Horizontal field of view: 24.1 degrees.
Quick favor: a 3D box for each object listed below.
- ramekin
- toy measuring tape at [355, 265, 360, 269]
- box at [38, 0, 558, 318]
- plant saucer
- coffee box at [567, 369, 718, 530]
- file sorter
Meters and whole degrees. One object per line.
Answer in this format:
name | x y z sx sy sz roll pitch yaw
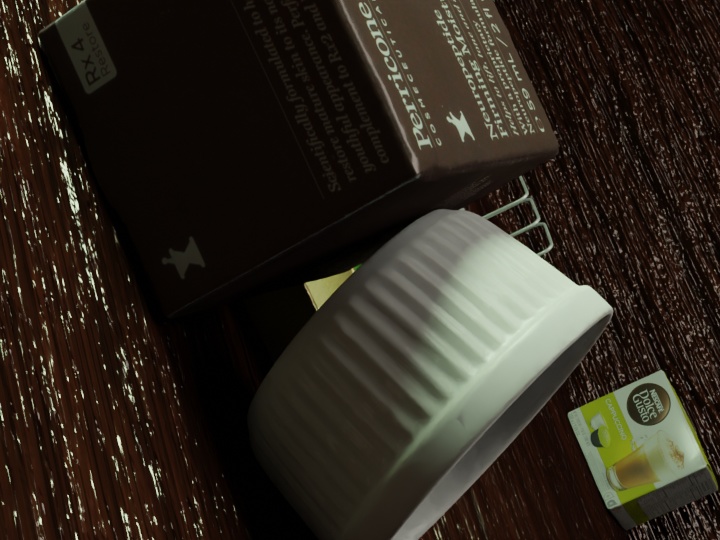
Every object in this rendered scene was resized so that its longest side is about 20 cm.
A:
ramekin | 0.030 0.061 0.898 0.105 0.200 0.200 42 4 12
toy measuring tape | 0.000 0.000 1.241 0.200 0.073 0.074 76 -9 -76
box | -0.026 -0.092 0.894 0.200 0.164 0.167 -16 80 -63
plant saucer | -0.045 -0.001 1.090 0.201 0.048 0.200 64 9 -6
coffee box | 0.520 0.331 3.088 0.201 0.197 0.200 69 9 25
file sorter | 0.201 -0.110 2.630 0.201 0.124 0.139 62 9 -19
